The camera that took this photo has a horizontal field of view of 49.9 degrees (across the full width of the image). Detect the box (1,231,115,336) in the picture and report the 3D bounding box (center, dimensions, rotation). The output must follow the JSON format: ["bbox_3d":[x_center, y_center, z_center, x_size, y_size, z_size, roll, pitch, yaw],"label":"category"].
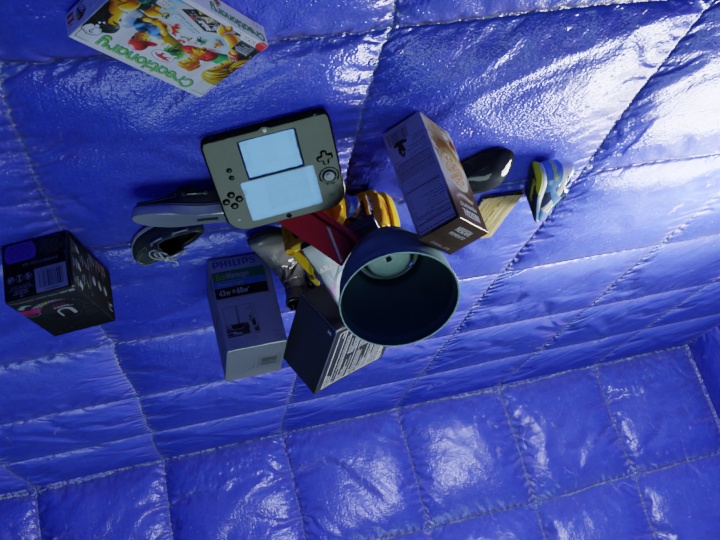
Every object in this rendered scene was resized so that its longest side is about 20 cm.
[{"bbox_3d":[-0.530,0.029,1.369,0.121,0.107,0.200,-14,159,-1],"label":"box"}]

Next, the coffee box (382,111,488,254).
[{"bbox_3d":[0.121,-0.140,1.255,0.079,0.201,0.114,-29,156,26],"label":"coffee box"}]

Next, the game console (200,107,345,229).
[{"bbox_3d":[-0.130,-0.153,1.205,0.199,0.031,0.177,-15,135,-2],"label":"game console"}]

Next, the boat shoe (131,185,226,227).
[{"bbox_3d":[-0.274,-0.109,1.269,0.199,0.057,0.069,-5,166,-22],"label":"boat shoe"}]

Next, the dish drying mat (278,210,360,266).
[{"bbox_3d":[-0.099,-0.086,1.301,0.199,0.018,0.077,34,137,-1],"label":"dish drying mat"}]

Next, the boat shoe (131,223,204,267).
[{"bbox_3d":[-0.338,-0.050,1.363,0.199,0.062,0.075,-29,157,33],"label":"boat shoe"}]

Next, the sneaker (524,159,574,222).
[{"bbox_3d":[0.382,-0.160,1.564,0.082,0.074,0.200,-17,160,-2],"label":"sneaker"}]

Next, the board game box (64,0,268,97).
[{"bbox_3d":[-0.222,-0.281,0.908,0.126,0.035,0.200,-27,156,29],"label":"board game box"}]

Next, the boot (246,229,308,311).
[{"bbox_3d":[-0.148,0.003,1.526,0.069,0.132,0.200,-21,158,18],"label":"boot"}]

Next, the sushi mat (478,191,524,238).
[{"bbox_3d":[0.277,-0.115,1.683,0.095,0.012,0.200,-7,157,-16],"label":"sushi mat"}]

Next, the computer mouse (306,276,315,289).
[{"bbox_3d":[-0.045,0.063,1.751,0.046,0.199,0.140,-61,154,-5],"label":"computer mouse"}]

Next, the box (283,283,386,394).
[{"bbox_3d":[-0.036,0.116,1.586,0.198,0.123,0.201,-24,147,-39],"label":"box"}]

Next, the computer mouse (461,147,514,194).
[{"bbox_3d":[0.201,-0.164,1.457,0.199,0.053,0.138,-23,156,20],"label":"computer mouse"}]

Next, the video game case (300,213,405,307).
[{"bbox_3d":[0.000,0.000,1.389,0.142,0.019,0.200,-22,130,13],"label":"video game case"}]

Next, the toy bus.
[{"bbox_3d":[-0.053,-0.091,1.392,0.199,0.136,0.192,-25,141,19],"label":"toy bus"}]

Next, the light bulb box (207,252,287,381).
[{"bbox_3d":[-0.240,0.097,1.603,0.124,0.201,0.198,-10,158,-16],"label":"light bulb box"}]

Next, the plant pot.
[{"bbox_3d":[0.055,0.009,1.301,0.199,0.135,0.201,-5,129,-6],"label":"plant pot"}]
